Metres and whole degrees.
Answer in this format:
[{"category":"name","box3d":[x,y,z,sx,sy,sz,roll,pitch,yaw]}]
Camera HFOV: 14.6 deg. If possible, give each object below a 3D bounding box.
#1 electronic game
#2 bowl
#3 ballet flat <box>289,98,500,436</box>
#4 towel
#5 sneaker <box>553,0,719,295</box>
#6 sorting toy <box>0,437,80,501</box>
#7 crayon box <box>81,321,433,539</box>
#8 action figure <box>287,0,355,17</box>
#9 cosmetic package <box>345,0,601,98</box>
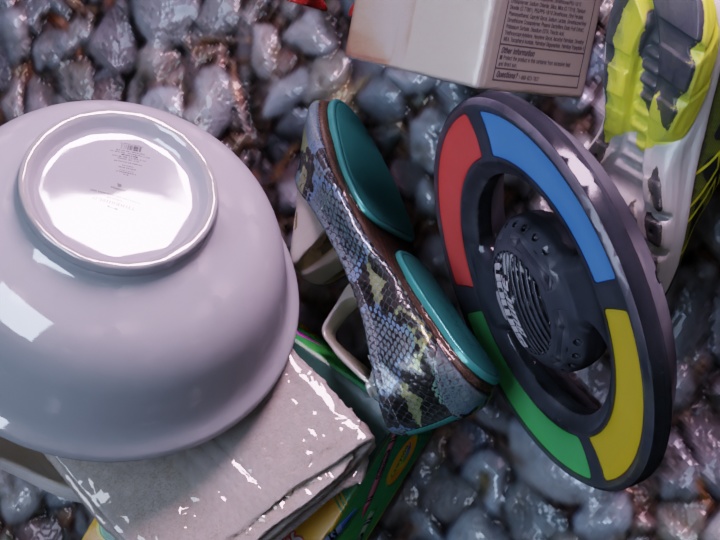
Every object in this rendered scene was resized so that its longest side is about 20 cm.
[{"category":"electronic game","box3d":[0.089,0.010,1.336,0.200,0.042,0.200,53,156,37]},{"category":"bowl","box3d":[-0.121,-0.014,1.363,0.201,0.201,0.090,54,151,24]},{"category":"ballet flat","box3d":[0.000,0.000,1.422,0.074,0.074,0.200,-47,50,27]},{"category":"towel","box3d":[-0.098,0.061,1.413,0.133,0.034,0.200,-37,69,-12]},{"category":"sneaker","box3d":[0.154,-0.057,1.328,0.074,0.085,0.200,44,136,35]},{"category":"sorting toy","box3d":[-0.184,0.020,1.492,0.107,0.180,0.200,20,104,43]},{"category":"crayon box","box3d":[-0.063,0.127,1.465,0.119,0.058,0.200,34,99,23]},{"category":"action figure","box3d":[0.015,-0.228,1.446,0.065,0.052,0.200,17,95,30]},{"category":"cosmetic package","box3d":[0.069,-0.190,1.372,0.087,0.103,0.200,17,98,35]}]
